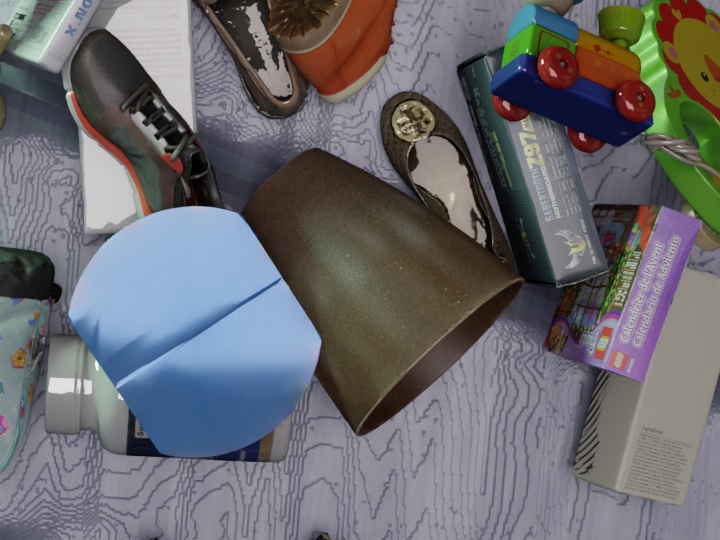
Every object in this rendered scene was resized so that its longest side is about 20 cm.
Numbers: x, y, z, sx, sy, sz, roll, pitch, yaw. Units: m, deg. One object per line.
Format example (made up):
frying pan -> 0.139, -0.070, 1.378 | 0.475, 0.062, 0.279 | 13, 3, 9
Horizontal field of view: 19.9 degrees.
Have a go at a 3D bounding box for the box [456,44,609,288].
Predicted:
box -> 0.140, -0.088, 1.698 | 0.051, 0.158, 0.200 | -19, 94, -6

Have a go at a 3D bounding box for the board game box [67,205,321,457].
board game box -> -0.130, 0.045, 1.626 | 0.158, 0.039, 0.200 | -34, 101, -2

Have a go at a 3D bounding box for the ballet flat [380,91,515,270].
ballet flat -> 0.078, -0.062, 1.747 | 0.067, 0.046, 0.200 | -26, 94, -6

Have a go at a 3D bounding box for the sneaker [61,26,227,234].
sneaker -> -0.157, -0.108, 1.613 | 0.077, 0.082, 0.200 | -46, 117, -35

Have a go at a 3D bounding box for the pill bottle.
pill bottle -> -0.157, 0.100, 1.693 | 0.200, 0.111, 0.111 | 4, 91, -6

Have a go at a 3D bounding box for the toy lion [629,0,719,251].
toy lion -> 0.286, -0.138, 1.708 | 0.069, 0.200, 0.192 | -34, 96, 37

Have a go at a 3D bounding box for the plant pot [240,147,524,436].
plant pot -> 0.000, 0.000, 1.688 | 0.187, 0.187, 0.200 | -42, 80, -4

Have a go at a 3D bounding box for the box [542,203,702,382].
box -> 0.212, 0.015, 1.686 | 0.039, 0.200, 0.137 | 20, 89, -9

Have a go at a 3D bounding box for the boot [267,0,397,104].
boot -> 0.003, -0.235, 1.728 | 0.200, 0.075, 0.107 | -56, 138, -21

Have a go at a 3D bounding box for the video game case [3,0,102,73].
video game case -> -0.222, -0.245, 1.636 | 0.022, 0.200, 0.182 | 31, 88, -21

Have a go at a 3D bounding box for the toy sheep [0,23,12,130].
toy sheep -> -0.361, -0.181, 1.657 | 0.138, 0.138, 0.200 | -42, 81, -4

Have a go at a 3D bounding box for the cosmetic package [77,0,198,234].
cosmetic package -> -0.186, -0.132, 1.706 | 0.102, 0.074, 0.200 | -2, 94, -7

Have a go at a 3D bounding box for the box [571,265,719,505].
box -> 0.252, 0.094, 1.748 | 0.082, 0.068, 0.200 | 17, 88, -30

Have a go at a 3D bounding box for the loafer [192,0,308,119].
loafer -> -0.099, -0.221, 1.716 | 0.072, 0.063, 0.200 | -28, 94, -4

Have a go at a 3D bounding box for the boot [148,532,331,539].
boot -> -0.083, 0.273, 1.724 | 0.151, 0.073, 0.200 | -37, 98, -3

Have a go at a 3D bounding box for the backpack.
backpack -> -0.335, 0.078, 1.667 | 0.167, 0.127, 0.200 | 8, 93, -10

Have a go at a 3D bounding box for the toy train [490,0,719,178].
toy train -> 0.204, -0.155, 1.607 | 0.200, 0.085, 0.116 | 20, 65, -21
